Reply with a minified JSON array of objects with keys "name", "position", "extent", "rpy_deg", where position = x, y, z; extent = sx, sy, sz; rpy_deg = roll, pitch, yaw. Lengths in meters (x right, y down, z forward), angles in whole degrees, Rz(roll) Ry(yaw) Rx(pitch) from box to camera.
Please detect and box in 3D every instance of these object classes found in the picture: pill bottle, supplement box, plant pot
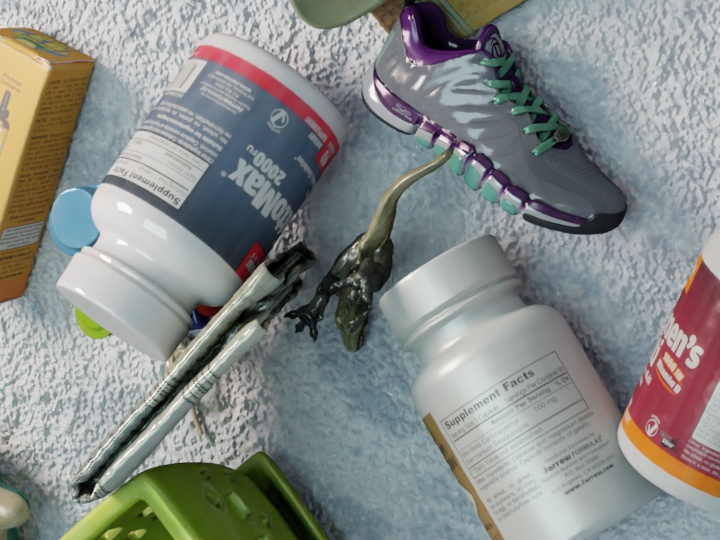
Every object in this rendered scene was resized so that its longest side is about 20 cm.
[{"name":"pill bottle","position":[-0.109,-0.046,1.400],"extent":[0.119,0.120,0.201],"rpy_deg":[29,78,23]},{"name":"supplement box","position":[-0.264,-0.077,1.563],"extent":[0.066,0.069,0.201],"rpy_deg":[29,112,22]},{"name":"pill bottle","position":[0.098,0.084,1.353],"extent":[0.114,0.114,0.201],"rpy_deg":[-35,80,29]},{"name":"pill bottle","position":[0.242,0.040,1.267],"extent":[0.109,0.109,0.201],"rpy_deg":[31,111,22]},{"name":"plant pot","position":[-0.105,0.251,1.454],"extent":[0.199,0.181,0.201],"rpy_deg":[-42,76,27]}]

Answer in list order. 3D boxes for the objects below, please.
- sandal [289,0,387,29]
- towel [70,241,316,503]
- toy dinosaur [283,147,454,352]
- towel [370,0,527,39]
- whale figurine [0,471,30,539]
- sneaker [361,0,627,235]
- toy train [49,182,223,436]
[{"name":"sandal","position":[0.028,-0.215,1.308],"extent":[0.200,0.058,0.080],"rpy_deg":[-30,115,31]},{"name":"towel","position":[-0.102,0.066,1.398],"extent":[0.035,0.193,0.200],"rpy_deg":[42,98,1]},{"name":"toy dinosaur","position":[0.000,0.000,1.377],"extent":[0.047,0.088,0.200],"rpy_deg":[35,140,6]},{"name":"towel","position":[0.070,-0.229,1.338],"extent":[0.199,0.022,0.147],"rpy_deg":[-29,115,30]},{"name":"whale figurine","position":[-0.306,0.203,1.624],"extent":[0.159,0.104,0.200],"rpy_deg":[-33,105,28]},{"name":"sneaker","position":[0.091,-0.101,1.342],"extent":[0.199,0.074,0.088],"rpy_deg":[33,124,18]},{"name":"toy train","position":[-0.157,0.029,1.488],"extent":[0.084,0.116,0.202],"rpy_deg":[-8,93,30]}]
